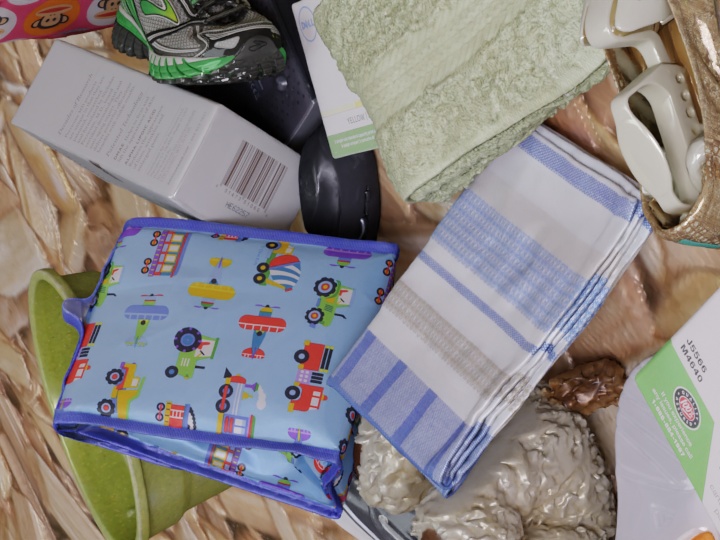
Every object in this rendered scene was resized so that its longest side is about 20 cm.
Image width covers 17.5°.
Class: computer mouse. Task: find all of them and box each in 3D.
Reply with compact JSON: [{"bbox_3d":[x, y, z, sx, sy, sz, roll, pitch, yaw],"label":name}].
[{"bbox_3d":[0.000,0.000,1.512,0.034,0.059,0.201,0,108,38],"label":"computer mouse"}]

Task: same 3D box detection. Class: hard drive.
[{"bbox_3d":[-0.078,-0.127,1.593,0.200,0.042,0.135,-43,66,57],"label":"hard drive"}]

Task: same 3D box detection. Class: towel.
[{"bbox_3d":[0.070,0.013,1.294,0.200,0.024,0.147,-54,38,4],"label":"towel"},{"bbox_3d":[0.060,-0.137,1.295,0.200,0.036,0.149,-36,76,42],"label":"towel"}]

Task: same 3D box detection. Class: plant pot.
[{"bbox_3d":[-0.103,0.068,1.572,0.200,0.184,0.201,53,153,42],"label":"plant pot"}]

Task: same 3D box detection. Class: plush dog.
[{"bbox_3d":[0.103,0.152,1.352,0.172,0.160,0.200,67,171,-26],"label":"plush dog"}]

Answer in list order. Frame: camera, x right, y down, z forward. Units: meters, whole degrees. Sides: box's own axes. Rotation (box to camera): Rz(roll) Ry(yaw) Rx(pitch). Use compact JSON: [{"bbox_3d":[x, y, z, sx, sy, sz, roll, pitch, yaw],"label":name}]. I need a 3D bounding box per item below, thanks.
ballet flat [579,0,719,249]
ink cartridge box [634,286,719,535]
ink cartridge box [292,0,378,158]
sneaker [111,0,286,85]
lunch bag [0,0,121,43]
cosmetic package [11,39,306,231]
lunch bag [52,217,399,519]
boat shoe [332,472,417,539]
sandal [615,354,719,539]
[{"bbox_3d":[0.149,-0.105,1.181,0.070,0.065,0.200,-26,82,49],"label":"ballet flat"},{"bbox_3d":[0.233,0.055,1.097,0.146,0.084,0.200,63,149,20],"label":"ink cartridge box"},{"bbox_3d":[0.008,-0.177,1.417,0.145,0.048,0.201,-9,99,62],"label":"ink cartridge box"},{"bbox_3d":[-0.110,-0.169,1.506,0.200,0.078,0.085,32,125,55],"label":"sneaker"},{"bbox_3d":[-0.239,-0.252,1.651,0.176,0.200,0.082,65,149,21],"label":"lunch bag"},{"bbox_3d":[-0.132,-0.082,1.543,0.200,0.102,0.074,22,83,48],"label":"cosmetic package"},{"bbox_3d":[-0.090,0.047,1.434,0.094,0.199,0.151,91,-167,-62],"label":"lunch bag"},{"bbox_3d":[0.038,0.157,1.488,0.200,0.072,0.068,51,140,17],"label":"boat shoe"},{"bbox_3d":[0.181,0.150,1.274,0.079,0.059,0.207,-4,80,44],"label":"sandal"}]
